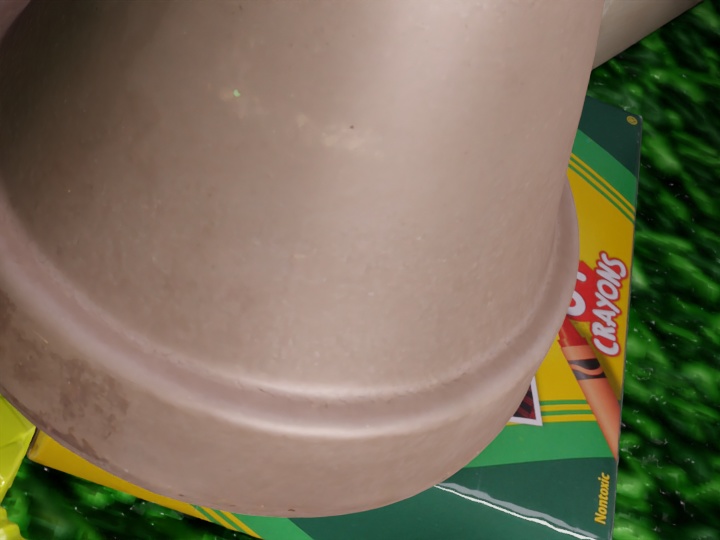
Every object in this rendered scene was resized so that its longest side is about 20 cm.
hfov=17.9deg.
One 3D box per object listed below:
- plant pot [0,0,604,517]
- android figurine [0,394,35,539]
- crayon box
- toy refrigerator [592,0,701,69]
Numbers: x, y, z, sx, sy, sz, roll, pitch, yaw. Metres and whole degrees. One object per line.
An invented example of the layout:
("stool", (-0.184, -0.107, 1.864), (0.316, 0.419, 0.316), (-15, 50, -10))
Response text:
("plant pot", (-0.014, -0.060, 0.636), (0.200, 0.175, 0.200), (11, 47, -13))
("android figurine", (-0.174, 0.023, 0.653), (0.182, 0.041, 0.200), (-22, 61, -40))
("crayon box", (0.000, 0.000, 0.752), (0.172, 0.058, 0.200), (21, 44, -10))
("toy refrigerator", (0.125, -0.154, 0.951), (0.070, 0.076, 0.200), (43, 45, 13))
